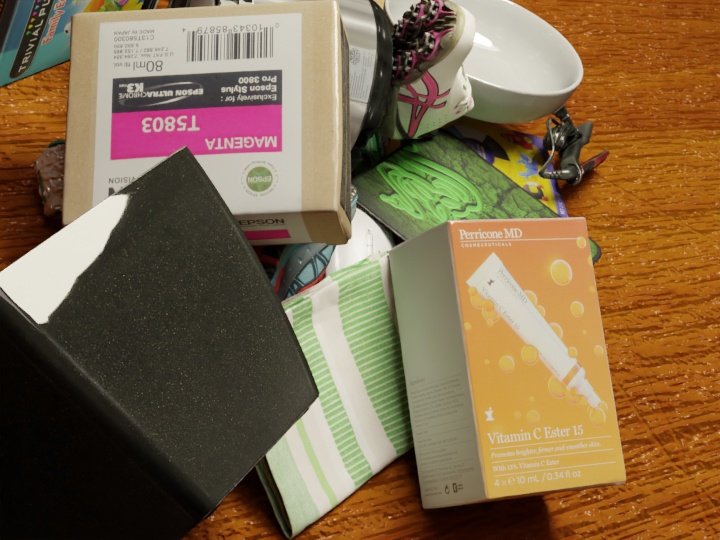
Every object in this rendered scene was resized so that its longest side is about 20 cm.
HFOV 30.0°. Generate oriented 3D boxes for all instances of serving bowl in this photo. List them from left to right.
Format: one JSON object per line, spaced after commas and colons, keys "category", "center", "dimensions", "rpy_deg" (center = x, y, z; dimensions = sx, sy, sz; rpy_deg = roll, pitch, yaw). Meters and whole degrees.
{"category": "serving bowl", "center": [0.108, -0.198, 1.279], "dimensions": [0.199, 0.066, 0.200], "rpy_deg": [14, 36, -11]}

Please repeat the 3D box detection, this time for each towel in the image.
{"category": "towel", "center": [-0.014, 0.081, 0.988], "dimensions": [0.200, 0.023, 0.153], "rpy_deg": [-29, 99, -47]}

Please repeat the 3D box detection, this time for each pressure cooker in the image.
{"category": "pressure cooker", "center": [-0.093, -0.173, 1.123], "dimensions": [0.199, 0.179, 0.176], "rpy_deg": [10, 48, -26]}

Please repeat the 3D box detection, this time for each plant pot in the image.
{"category": "plant pot", "center": [-0.149, 0.078, 0.839], "dimensions": [0.177, 0.199, 0.200], "rpy_deg": [47, 41, 0]}

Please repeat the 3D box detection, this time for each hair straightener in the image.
{"category": "hair straightener", "center": [0.196, -0.123, 1.310], "dimensions": [0.077, 0.041, 0.200], "rpy_deg": [60, 26, -1]}

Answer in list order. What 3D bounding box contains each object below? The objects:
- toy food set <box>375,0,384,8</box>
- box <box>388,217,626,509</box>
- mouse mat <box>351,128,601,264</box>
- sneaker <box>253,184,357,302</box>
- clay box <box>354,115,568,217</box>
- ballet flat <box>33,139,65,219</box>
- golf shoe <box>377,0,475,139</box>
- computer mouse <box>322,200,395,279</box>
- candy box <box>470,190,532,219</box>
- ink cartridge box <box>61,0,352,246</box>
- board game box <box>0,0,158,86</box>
{"category": "toy food set", "center": [-0.005, -0.229, 1.335], "dimensions": [0.199, 0.049, 0.198], "rpy_deg": [5, 47, -29]}
{"category": "box", "center": [0.107, 0.069, 1.003], "dimensions": [0.124, 0.097, 0.201], "rpy_deg": [-3, 79, -27]}
{"category": "mouse mat", "center": [0.100, -0.043, 1.168], "dimensions": [0.200, 0.008, 0.161], "rpy_deg": [38, 43, 15]}
{"category": "sneaker", "center": [-0.069, 0.000, 1.036], "dimensions": [0.079, 0.096, 0.200], "rpy_deg": [20, 45, 24]}
{"category": "clay box", "center": [0.090, -0.096, 1.264], "dimensions": [0.199, 0.048, 0.115], "rpy_deg": [13, 43, -23]}
{"category": "ballet flat", "center": [-0.158, -0.054, 1.059], "dimensions": [0.199, 0.072, 0.072], "rpy_deg": [6, 46, -20]}
{"category": "golf shoe", "center": [0.062, -0.168, 1.139], "dimensions": [0.092, 0.200, 0.073], "rpy_deg": [13, 72, -15]}
{"category": "computer mouse", "center": [0.000, 0.000, 1.114], "dimensions": [0.109, 0.044, 0.200], "rpy_deg": [10, 45, -24]}
{"category": "candy box", "center": [0.130, 0.031, 1.158], "dimensions": [0.116, 0.057, 0.200], "rpy_deg": [24, 40, -9]}
{"category": "ink cartridge box", "center": [-0.108, -0.102, 0.971], "dimensions": [0.199, 0.075, 0.165], "rpy_deg": [-3, 74, 5]}
{"category": "board game box", "center": [-0.235, -0.246, 1.125], "dimensions": [0.047, 0.151, 0.200], "rpy_deg": [42, 41, 10]}
